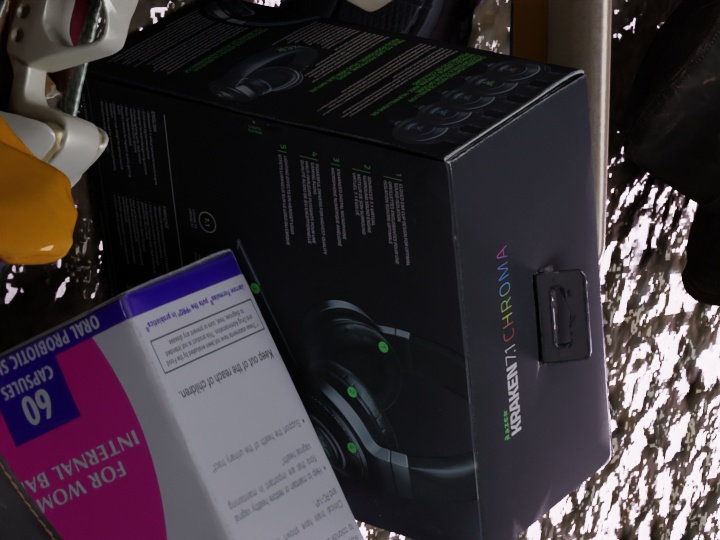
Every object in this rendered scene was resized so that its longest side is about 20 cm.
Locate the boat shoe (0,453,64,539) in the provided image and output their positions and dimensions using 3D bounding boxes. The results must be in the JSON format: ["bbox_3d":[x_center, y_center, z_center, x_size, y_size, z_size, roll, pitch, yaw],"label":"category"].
[{"bbox_3d":[-0.165,0.044,0.962,0.073,0.200,0.075,-47,-178,31],"label":"boat shoe"}]

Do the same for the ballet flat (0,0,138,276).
[{"bbox_3d":[-0.118,-0.079,1.074,0.069,0.071,0.201,10,94,-55],"label":"ballet flat"}]

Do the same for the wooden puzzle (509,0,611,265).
[{"bbox_3d":[0.076,-0.102,1.222,0.200,0.037,0.186,-98,-171,-79],"label":"wooden puzzle"}]

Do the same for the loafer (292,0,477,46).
[{"bbox_3d":[0.011,-0.091,1.235,0.063,0.072,0.201,-13,125,-51],"label":"loafer"}]

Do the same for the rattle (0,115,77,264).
[{"bbox_3d":[-0.151,-0.120,0.968,0.130,0.143,0.201,9,101,-35],"label":"rattle"}]

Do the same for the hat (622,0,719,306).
[{"bbox_3d":[0.179,-0.086,1.438,0.081,0.201,0.202,20,85,-13],"label":"hat"}]

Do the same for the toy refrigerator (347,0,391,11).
[{"bbox_3d":[-0.024,-0.166,1.085,0.076,0.070,0.200,-33,158,18],"label":"toy refrigerator"}]

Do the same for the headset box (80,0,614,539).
[{"bbox_3d":[0.000,0.000,1.149,0.093,0.199,0.175,-33,126,-42],"label":"headset box"}]

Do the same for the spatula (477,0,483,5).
[{"bbox_3d":[0.054,-0.213,1.293,0.057,0.020,0.201,-40,130,-54],"label":"spatula"}]

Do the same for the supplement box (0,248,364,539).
[{"bbox_3d":[-0.065,0.109,1.094,0.201,0.101,0.103,64,23,0],"label":"supplement box"}]
